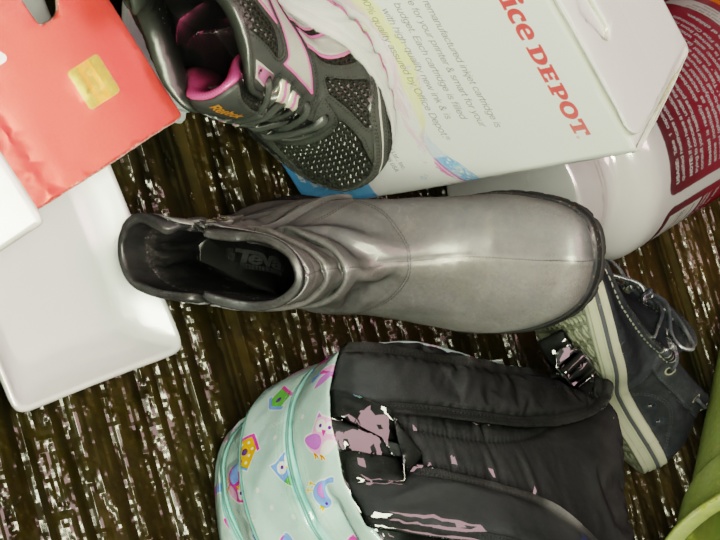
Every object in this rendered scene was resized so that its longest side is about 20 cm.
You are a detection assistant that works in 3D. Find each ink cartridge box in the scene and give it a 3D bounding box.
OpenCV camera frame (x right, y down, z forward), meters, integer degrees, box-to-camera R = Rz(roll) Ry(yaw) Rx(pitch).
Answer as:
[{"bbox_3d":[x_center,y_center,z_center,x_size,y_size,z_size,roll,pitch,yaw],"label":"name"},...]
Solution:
[{"bbox_3d":[0.035,-0.121,1.422,0.145,0.200,0.085,58,44,-28],"label":"ink cartridge box"},{"bbox_3d":[-0.195,-0.101,1.273,0.176,0.045,0.200,-35,99,-12],"label":"ink cartridge box"}]

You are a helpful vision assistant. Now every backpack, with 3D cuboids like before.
[{"bbox_3d":[0.033,0.111,1.398,0.200,0.127,0.167,16,49,-41],"label":"backpack"}]

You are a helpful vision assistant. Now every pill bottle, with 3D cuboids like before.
[{"bbox_3d":[0.138,-0.072,1.577,0.200,0.113,0.113,-30,94,-45],"label":"pill bottle"}]

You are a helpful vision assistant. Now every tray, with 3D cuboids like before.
[{"bbox_3d":[-0.159,-0.039,1.354,0.107,0.022,0.200,-21,88,-44],"label":"tray"}]

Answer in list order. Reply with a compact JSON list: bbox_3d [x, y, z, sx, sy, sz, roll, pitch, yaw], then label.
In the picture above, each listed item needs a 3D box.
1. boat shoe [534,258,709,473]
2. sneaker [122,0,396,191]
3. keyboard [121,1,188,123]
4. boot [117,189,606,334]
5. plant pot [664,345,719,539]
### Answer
[{"bbox_3d":[0.131,0.032,1.506,0.062,0.075,0.200,-41,143,-7],"label":"boat shoe"},{"bbox_3d":[-0.057,-0.094,1.346,0.200,0.080,0.086,46,35,-36],"label":"sneaker"},{"bbox_3d":[-0.095,-0.173,1.432,0.056,0.011,0.200,10,81,-54],"label":"keyboard"},{"bbox_3d":[0.000,0.000,1.356,0.132,0.200,0.070,-7,95,-61],"label":"boot"},{"bbox_3d":[0.255,0.094,1.588,0.200,0.200,0.190,34,41,-29],"label":"plant pot"}]
